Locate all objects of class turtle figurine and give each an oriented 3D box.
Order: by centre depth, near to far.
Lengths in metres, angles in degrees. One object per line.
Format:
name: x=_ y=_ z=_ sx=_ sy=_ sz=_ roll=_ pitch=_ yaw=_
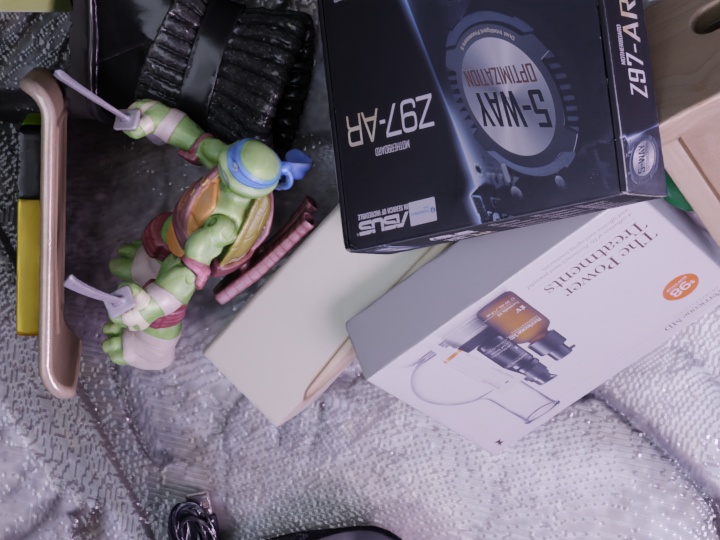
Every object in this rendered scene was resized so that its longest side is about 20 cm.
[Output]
turtle figurine: x=-0.143 y=-0.029 z=1.123 sx=0.144 sy=0.200 sz=0.194 roll=59 pitch=147 yaw=20

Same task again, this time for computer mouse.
computer mouse: x=-0.034 y=0.215 z=1.219 sx=0.200 sy=0.053 sz=0.139 roll=-7 pitch=95 yaw=28

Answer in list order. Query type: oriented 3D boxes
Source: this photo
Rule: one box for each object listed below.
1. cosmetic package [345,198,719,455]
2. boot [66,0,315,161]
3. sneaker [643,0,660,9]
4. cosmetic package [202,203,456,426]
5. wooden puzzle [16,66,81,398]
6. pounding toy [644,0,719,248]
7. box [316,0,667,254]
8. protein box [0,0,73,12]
cosmetic package: x=0.114 y=0.022 z=1.092 sx=0.200 sy=0.151 sz=0.052 roll=-37 pitch=51 yaw=18
boot: x=-0.106 y=-0.181 z=1.159 sx=0.158 sy=0.079 sz=0.211 roll=12 pitch=112 yaw=21
sneaker: x=0.139 y=-0.164 z=1.095 sx=0.200 sy=0.073 sz=0.071 roll=-19 pitch=89 yaw=18
cosmetic package: x=0.000 y=0.000 z=1.145 sx=0.073 sy=0.104 sz=0.200 roll=44 pitch=108 yaw=5
wooden puzzle: x=-0.209 y=-0.030 z=1.162 sx=0.037 sy=0.185 sz=0.200 roll=-4 pitch=100 yaw=-7
pounding toy: x=0.226 y=-0.109 z=1.031 sx=0.200 sy=0.142 sz=0.184 roll=-27 pitch=130 yaw=18
box: x=0.069 y=-0.102 z=1.003 sx=0.200 sy=0.044 sz=0.160 roll=-11 pitch=83 yaw=40
protein box: x=-0.304 y=-0.256 z=1.146 sx=0.200 sy=0.199 sz=0.135 roll=16 pitch=102 yaw=14
